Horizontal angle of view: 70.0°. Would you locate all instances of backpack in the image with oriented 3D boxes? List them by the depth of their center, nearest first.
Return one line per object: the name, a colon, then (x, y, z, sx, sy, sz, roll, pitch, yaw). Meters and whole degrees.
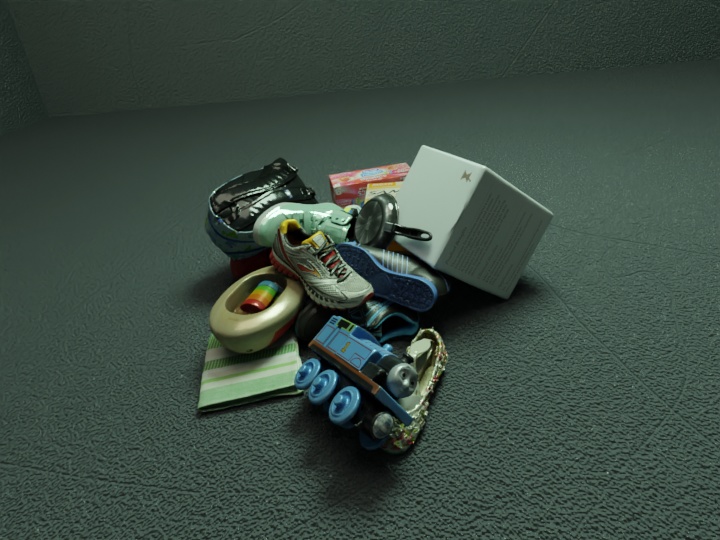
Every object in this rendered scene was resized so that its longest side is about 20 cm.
backpack: (-0.199, -0.110, 0.986, 0.164, 0.154, 0.199, 50, 40, 10)

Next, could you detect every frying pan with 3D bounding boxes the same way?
frying pan: (0.038, -0.058, 0.846, 0.031, 0.116, 0.190, 16, 24, -33)

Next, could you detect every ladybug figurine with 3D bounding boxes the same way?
ladybug figurine: (-0.155, 0.061, 0.817, 0.134, 0.073, 0.200, 7, 34, 22)

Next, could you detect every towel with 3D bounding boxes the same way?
towel: (-0.166, 0.131, 0.797, 0.150, 0.024, 0.201, -10, 31, -6)

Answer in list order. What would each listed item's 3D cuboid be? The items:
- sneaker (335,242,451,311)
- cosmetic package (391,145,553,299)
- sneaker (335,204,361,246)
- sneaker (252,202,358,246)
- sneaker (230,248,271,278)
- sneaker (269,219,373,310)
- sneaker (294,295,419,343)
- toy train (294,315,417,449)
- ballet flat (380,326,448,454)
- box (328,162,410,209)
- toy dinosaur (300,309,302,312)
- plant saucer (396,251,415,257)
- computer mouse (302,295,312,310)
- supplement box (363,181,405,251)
sneaker: (0.050, 0.005, 0.819, 0.198, 0.071, 0.078, 27, 25, 29)
cosmetic package: (0.177, -0.080, 0.868, 0.198, 0.169, 0.166, 22, 11, -37)
sneaker: (-0.022, -0.058, 1.060, 0.104, 0.076, 0.201, 19, 50, 22)
sneaker: (-0.085, -0.078, 0.918, 0.199, 0.075, 0.118, -18, 28, -37)
sneaker: (-0.169, -0.042, 1.050, 0.114, 0.079, 0.200, 7, 33, 25)
sneaker: (-0.064, -0.010, 0.792, 0.199, 0.083, 0.078, 31, 39, 23)
sneaker: (-0.004, 0.078, 0.803, 0.197, 0.074, 0.082, -11, 28, -8)
toy train: (-0.006, 0.132, 0.638, 0.115, 0.087, 0.199, -52, 28, -12)
ballet flat: (0.064, 0.146, 0.679, 0.075, 0.065, 0.200, 5, 32, 21)
box: (0.031, -0.183, 1.235, 0.197, 0.104, 0.095, -11, 29, -6)
toy dinosaur: (-0.112, -0.002, 0.939, 0.087, 0.048, 0.202, 10, 53, 12)
plant saucer: (0.123, -0.080, 1.099, 0.197, 0.038, 0.201, -6, 29, 3)
computer mouse: (-0.046, 0.046, 0.919, 0.058, 0.034, 0.200, 24, 30, 15)
supplement box: (0.070, -0.116, 1.059, 0.124, 0.074, 0.201, -3, 29, 5)
